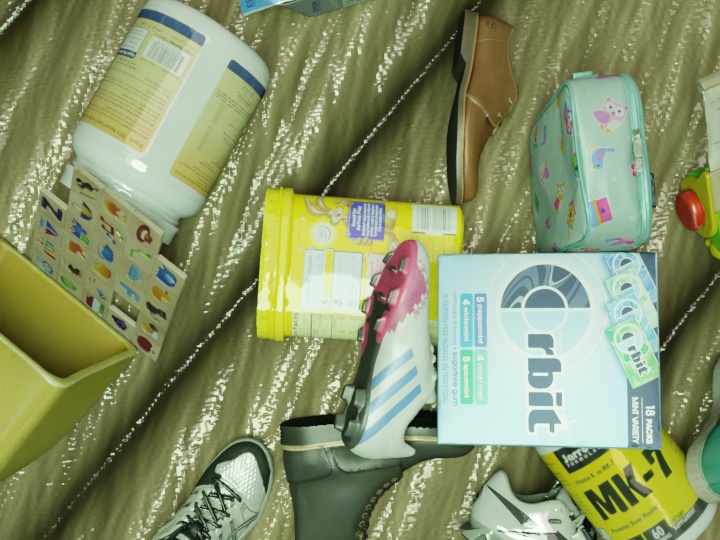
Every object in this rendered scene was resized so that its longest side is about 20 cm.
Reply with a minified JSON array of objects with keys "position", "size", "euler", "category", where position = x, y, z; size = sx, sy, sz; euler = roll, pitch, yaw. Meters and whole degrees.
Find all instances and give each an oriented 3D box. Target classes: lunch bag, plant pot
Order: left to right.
[{"position":[-0.367,0.109,0.870],"size":[0.193,0.195,0.201],"euler":[37,98,2],"category":"plant pot"},{"position":[0.213,-0.095,0.872],"size":[0.075,0.200,0.164],"euler":[-2,84,-3],"category":"lunch bag"}]

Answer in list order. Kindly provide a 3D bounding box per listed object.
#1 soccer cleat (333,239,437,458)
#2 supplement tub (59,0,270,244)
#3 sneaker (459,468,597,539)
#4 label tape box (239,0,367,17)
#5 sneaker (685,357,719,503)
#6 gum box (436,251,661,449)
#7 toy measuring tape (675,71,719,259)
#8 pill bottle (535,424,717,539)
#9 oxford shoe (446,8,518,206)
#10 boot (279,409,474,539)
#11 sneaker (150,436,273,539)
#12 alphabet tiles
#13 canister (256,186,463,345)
[{"position":[0.039,0.076,0.856],"size":[0.085,0.070,0.204],"euler":[17,90,-21],"category":"soccer cleat"},{"position":[-0.191,-0.143,0.901],"size":[0.143,0.144,0.203],"euler":[29,86,2],"category":"supplement tub"},{"position":[0.204,0.266,0.911],"size":[0.197,0.074,0.090],"euler":[28,89,1],"category":"sneaker"},{"position":[-0.041,-0.349,0.956],"size":[0.196,0.066,0.146],"euler":[-16,86,2],"category":"label tape box"},{"position":[0.378,0.133,0.879],"size":[0.071,0.080,0.201],"euler":[41,53,-7],"category":"sneaker"},{"position":[0.168,0.072,0.838],"size":[0.195,0.045,0.174],"euler":[0,83,10],"category":"gum box"},{"position":[0.345,-0.104,0.920],"size":[0.072,0.074,0.203],"euler":[-20,116,-2],"category":"toy measuring tape"},{"position":[0.241,0.175,0.898],"size":[0.114,0.114,0.201],"euler":[-38,87,-2],"category":"pill bottle"},{"position":[0.125,-0.163,0.943],"size":[0.070,0.071,0.205],"euler":[9,85,-5],"category":"oxford shoe"},{"position":[0.021,0.216,0.922],"size":[0.195,0.077,0.142],"euler":[-3,92,11],"category":"boot"},{"position":[-0.154,0.256,0.905],"size":[0.075,0.088,0.202],"euler":[35,85,4],"category":"sneaker"},{"position":[-0.243,-0.010,0.882],"size":[0.166,0.201,0.008],"euler":[37,51,3],"category":"alphabet tiles"},{"position":[0.000,0.000,0.923],"size":[0.195,0.087,0.152],"euler":[4,86,-1],"category":"canister"}]
